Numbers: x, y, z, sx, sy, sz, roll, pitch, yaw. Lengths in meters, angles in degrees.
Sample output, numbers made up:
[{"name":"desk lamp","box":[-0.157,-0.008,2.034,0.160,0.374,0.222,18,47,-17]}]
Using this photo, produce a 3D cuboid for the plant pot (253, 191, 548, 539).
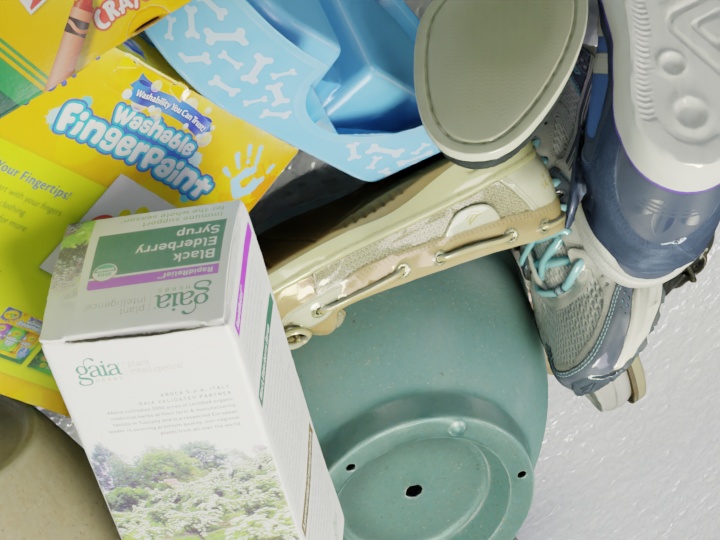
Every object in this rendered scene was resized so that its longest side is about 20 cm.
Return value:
[{"name":"plant pot","box":[0.012,0.078,1.064,0.200,0.134,0.201,-10,128,-13]}]

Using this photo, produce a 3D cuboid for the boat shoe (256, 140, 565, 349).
[{"name":"boat shoe","box":[0.000,-0.001,0.978,0.200,0.073,0.063,-30,105,-11]}]

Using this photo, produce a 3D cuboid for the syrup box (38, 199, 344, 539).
[{"name":"syrup box","box":[-0.067,0.072,0.909,0.079,0.082,0.200,-8,129,10]}]

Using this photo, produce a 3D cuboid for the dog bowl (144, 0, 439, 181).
[{"name":"dog bowl","box":[-0.028,-0.102,0.928,0.050,0.112,0.200,-38,146,20]}]

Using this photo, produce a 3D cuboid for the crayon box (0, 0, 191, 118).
[{"name":"crayon box","box":[-0.111,-0.142,0.760,0.200,0.058,0.119,-36,122,-26]}]

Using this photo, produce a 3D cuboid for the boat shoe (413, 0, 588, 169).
[{"name":"boat shoe","box":[0.066,-0.113,0.958,0.074,0.200,0.066,1,143,7]}]

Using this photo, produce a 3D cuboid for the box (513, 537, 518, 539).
[{"name":"box","box":[0.031,0.238,1.225,0.199,0.200,0.171,-42,145,0]}]

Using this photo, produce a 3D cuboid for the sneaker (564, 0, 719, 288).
[{"name":"sneaker","box":[0.136,-0.091,0.983,0.080,0.200,0.147,8,151,-3]}]

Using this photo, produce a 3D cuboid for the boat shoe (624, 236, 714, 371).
[{"name":"boat shoe","box":[0.162,-0.024,1.123,0.069,0.057,0.200,-49,-163,59]}]

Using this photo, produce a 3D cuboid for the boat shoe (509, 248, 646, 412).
[{"name":"boat shoe","box":[0.099,0.021,1.190,0.068,0.075,0.200,-38,132,-5]}]

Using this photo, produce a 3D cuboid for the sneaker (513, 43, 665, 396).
[{"name":"sneaker","box":[0.092,-0.032,1.055,0.086,0.200,0.078,21,142,-34]}]

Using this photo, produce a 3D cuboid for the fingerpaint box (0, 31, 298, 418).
[{"name":"fingerpaint box","box":[-0.151,-0.040,0.899,0.167,0.073,0.200,-51,142,11]}]

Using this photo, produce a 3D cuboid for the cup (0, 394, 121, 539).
[{"name":"cup","box":[-0.182,0.139,0.970,0.200,0.200,0.143,-23,119,-24]}]
